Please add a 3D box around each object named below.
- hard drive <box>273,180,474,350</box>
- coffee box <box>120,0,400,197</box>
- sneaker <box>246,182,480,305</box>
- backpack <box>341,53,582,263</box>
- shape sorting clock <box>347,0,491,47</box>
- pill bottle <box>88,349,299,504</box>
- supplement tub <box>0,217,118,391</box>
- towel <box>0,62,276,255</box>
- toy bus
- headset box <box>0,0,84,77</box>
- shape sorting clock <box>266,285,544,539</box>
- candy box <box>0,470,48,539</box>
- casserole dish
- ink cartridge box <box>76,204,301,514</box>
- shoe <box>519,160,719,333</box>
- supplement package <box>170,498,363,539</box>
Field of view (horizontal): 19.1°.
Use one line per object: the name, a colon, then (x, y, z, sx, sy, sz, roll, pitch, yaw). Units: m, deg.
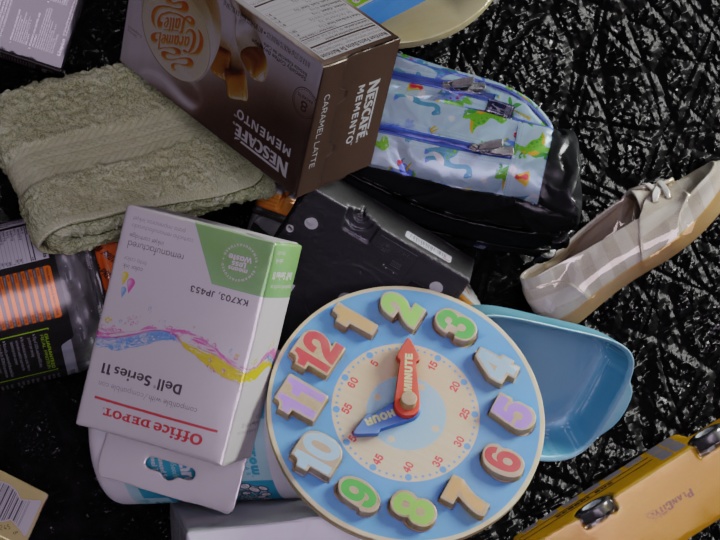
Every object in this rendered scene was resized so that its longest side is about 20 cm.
hard drive: (-0.023, 0.034, 1.607, 0.139, 0.038, 0.200, 29, 122, -7)
coffee box: (-0.076, -0.159, 1.538, 0.080, 0.115, 0.200, -24, 51, -39)
sneaker: (0.000, 0.000, 1.650, 0.199, 0.078, 0.078, 25, 101, -5)
backpack: (0.060, -0.087, 1.620, 0.199, 0.163, 0.155, 0, 83, -2)
shape sorting clock: (0.013, -0.249, 1.619, 0.199, 0.039, 0.201, 2, 56, -2)
pill bottle: (-0.093, 0.115, 1.584, 0.199, 0.111, 0.111, -4, 92, 14)
supplement tub: (-0.270, 0.028, 1.578, 0.199, 0.123, 0.123, -13, 93, -9)
towel: (-0.172, -0.093, 1.579, 0.199, 0.037, 0.149, -16, 63, -27)
toy bus: (0.223, 0.188, 1.680, 0.199, 0.078, 0.065, -32, 95, -7)
headset box: (-0.296, -0.246, 1.591, 0.199, 0.075, 0.149, 17, 88, -9)
shape sorting clock: (0.032, 0.099, 1.505, 0.199, 0.039, 0.201, 2, 60, -3)
candy box: (-0.342, 0.165, 1.571, 0.199, 0.116, 0.055, 29, 49, -8)
casserole dish: (0.118, 0.083, 1.645, 0.199, 0.039, 0.122, 12, 117, -30)
ink cartridge box: (-0.125, 0.065, 1.500, 0.117, 0.067, 0.201, 14, 93, 13)
shoe: (0.212, -0.029, 1.677, 0.200, 0.070, 0.053, -38, 105, -4)
supplement package: (-0.037, 0.241, 1.580, 0.190, 0.200, 0.148, -5, 92, -8)
